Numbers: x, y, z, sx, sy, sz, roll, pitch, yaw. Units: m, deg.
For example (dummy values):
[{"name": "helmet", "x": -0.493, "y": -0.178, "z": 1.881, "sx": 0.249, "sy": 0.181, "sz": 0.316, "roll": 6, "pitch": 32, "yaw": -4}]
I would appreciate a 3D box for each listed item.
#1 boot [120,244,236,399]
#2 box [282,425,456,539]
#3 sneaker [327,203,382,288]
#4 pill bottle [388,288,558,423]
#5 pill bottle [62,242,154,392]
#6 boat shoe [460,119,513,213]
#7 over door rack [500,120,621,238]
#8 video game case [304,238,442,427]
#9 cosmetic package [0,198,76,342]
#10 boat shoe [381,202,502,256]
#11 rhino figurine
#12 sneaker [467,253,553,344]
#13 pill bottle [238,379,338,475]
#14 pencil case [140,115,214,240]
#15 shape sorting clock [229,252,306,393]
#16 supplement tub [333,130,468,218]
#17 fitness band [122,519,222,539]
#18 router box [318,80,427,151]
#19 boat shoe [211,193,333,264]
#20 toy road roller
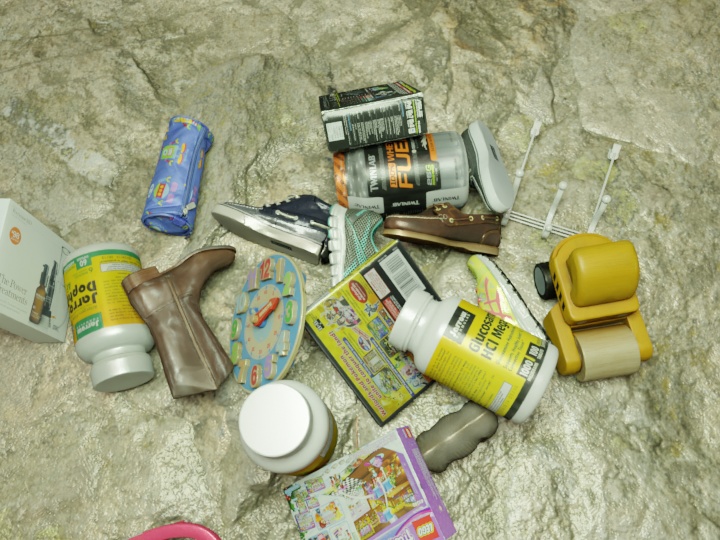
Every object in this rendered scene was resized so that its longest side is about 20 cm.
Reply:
[{"name": "boot", "x": -0.222, "y": 0.073, "z": 0.851, "sx": 0.186, "sy": 0.064, "sz": 0.200, "roll": -24, "pitch": 74, "yaw": -33}, {"name": "box", "x": 0.005, "y": 0.303, "z": 0.744, "sx": 0.200, "sy": 0.039, "sz": 0.137, "roll": -34, "pitch": 68, "yaw": 24}, {"name": "sneaker", "x": 0.000, "y": 0.000, "z": 0.868, "sx": 0.091, "sy": 0.078, "sz": 0.201, "roll": -2, "pitch": 92, "yaw": 0}, {"name": "pill bottle", "x": 0.143, "y": 0.105, "z": 0.767, "sx": 0.200, "sy": 0.112, "sz": 0.113, "roll": 27, "pitch": 73, "yaw": 12}, {"name": "pill bottle", "x": -0.365, "y": 0.070, "z": 0.863, "sx": 0.112, "sy": 0.113, "sz": 0.200, "roll": -18, "pitch": 70, "yaw": -4}, {"name": "boat shoe", "x": 0.191, "y": -0.156, "z": 0.921, "sx": 0.057, "sy": 0.069, "sz": 0.200, "roll": -34, "pitch": 39, "yaw": 31}, {"name": "over door rack", "x": 0.320, "y": -0.144, "z": 0.929, "sx": 0.147, "sy": 0.067, "sz": 0.200, "roll": 19, "pitch": 72, "yaw": 9}, {"name": "video game case", "x": 0.039, "y": 0.088, "z": 0.836, "sx": 0.181, "sy": 0.025, "sz": 0.200, "roll": -38, "pitch": 99, "yaw": -11}, {"name": "cosmetic package", "x": -0.485, "y": 0.008, "z": 0.846, "sx": 0.051, "sy": 0.200, "sz": 0.151, "roll": -2, "pitch": 70, "yaw": 2}, {"name": "boat shoe", "x": 0.124, "y": -0.067, "z": 0.878, "sx": 0.199, "sy": 0.070, "sz": 0.071, "roll": 7, "pitch": 90, "yaw": -27}, {"name": "rhino figurine", "x": 0.102, "y": 0.239, "z": 0.786, "sx": 0.200, "sy": 0.087, "sz": 0.060, "roll": -32, "pitch": 70, "yaw": -9}, {"name": "sneaker", "x": 0.198, "y": 0.064, "z": 0.856, "sx": 0.090, "sy": 0.078, "sz": 0.200, "roll": -35, "pitch": 58, "yaw": 15}, {"name": "pill bottle", "x": -0.092, "y": 0.202, "z": 0.751, "sx": 0.111, "sy": 0.200, "sz": 0.111, "roll": -1, "pitch": 69, "yaw": 3}, {"name": "pencil case", "x": -0.295, "y": -0.154, "z": 0.960, "sx": 0.087, "sy": 0.078, "sz": 0.201, "roll": -6, "pitch": 66, "yaw": 33}, {"name": "shape sorting clock", "x": -0.137, "y": 0.072, "z": 0.826, "sx": 0.039, "sy": 0.200, "sz": 0.201, "roll": 20, "pitch": 65, "yaw": -34}, {"name": "supplement tub", "x": 0.061, "y": -0.146, "z": 0.914, "sx": 0.199, "sy": 0.123, "sz": 0.123, "roll": -7, "pitch": 69, "yaw": 1}, {"name": "fitness band", "x": -0.265, "y": 0.416, "z": 0.771, "sx": 0.199, "sy": 0.037, "sz": 0.144, "roll": -18, "pitch": 72, "yaw": -2}, {"name": "router box", "x": 0.014, "y": -0.248, "z": 0.926, "sx": 0.149, "sy": 0.200, "sz": 0.062, "roll": -11, "pitch": 113, "yaw": 0}, {"name": "boat shoe", "x": -0.128, "y": -0.086, "z": 0.933, "sx": 0.199, "sy": 0.075, "sz": 0.093, "roll": 22, "pitch": 71, "yaw": 2}, {"name": "toy road roller", "x": 0.328, "y": 0.043, "z": 0.815, "sx": 0.122, "sy": 0.146, "sz": 0.201, "roll": -10, "pitch": 69, "yaw": 0}]
